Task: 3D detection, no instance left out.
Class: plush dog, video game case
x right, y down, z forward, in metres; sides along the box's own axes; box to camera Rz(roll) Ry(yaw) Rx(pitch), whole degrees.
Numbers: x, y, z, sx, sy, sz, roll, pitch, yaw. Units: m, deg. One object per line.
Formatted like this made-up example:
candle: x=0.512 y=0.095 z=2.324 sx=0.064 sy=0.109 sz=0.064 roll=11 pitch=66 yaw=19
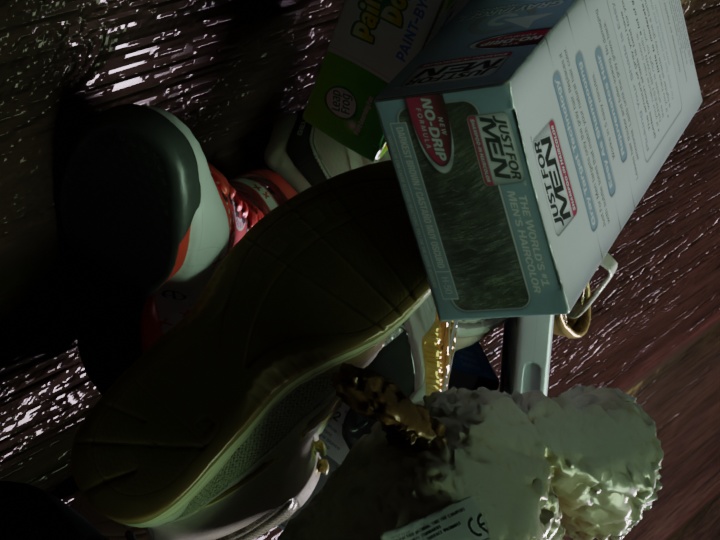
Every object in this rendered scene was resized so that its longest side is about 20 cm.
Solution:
plush dog: x=0.016 y=0.126 z=0.772 sx=0.172 sy=0.160 sz=0.200 roll=-44 pitch=-161 yaw=42
video game case: x=0.101 y=0.063 z=1.128 sx=0.200 sy=0.024 sz=0.183 roll=-79 pitch=172 yaw=-72

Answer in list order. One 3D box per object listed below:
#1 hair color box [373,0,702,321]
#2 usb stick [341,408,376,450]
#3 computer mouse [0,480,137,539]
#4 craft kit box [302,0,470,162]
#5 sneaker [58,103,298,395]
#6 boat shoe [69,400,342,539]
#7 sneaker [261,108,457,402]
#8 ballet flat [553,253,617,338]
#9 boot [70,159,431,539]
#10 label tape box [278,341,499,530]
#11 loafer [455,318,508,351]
hair color box: x=0.082 y=-0.071 z=0.769 sx=0.200 sy=0.060 sz=0.099 roll=-50 pitch=129 yaw=-52
usb stick: x=0.037 y=0.103 z=1.079 sx=0.056 sy=0.033 sz=0.200 roll=-60 pitch=156 yaw=-6
computer mouse: x=-0.118 y=0.133 z=0.776 sx=0.053 sy=0.199 sz=0.139 roll=-53 pitch=129 yaw=-28
craft kit box: x=0.061 y=-0.174 z=0.787 sx=0.200 sy=0.048 sz=0.198 roll=-52 pitch=167 yaw=-44
sneaker: x=-0.070 y=-0.024 z=0.796 sx=0.108 sy=0.067 sz=0.202 roll=-42 pitch=159 yaw=-31
boat shoe: x=-0.080 y=0.114 z=0.972 sx=0.200 sy=0.072 sz=0.065 roll=-38 pitch=149 yaw=-49
sneaker: x=0.000 y=0.000 z=0.909 sx=0.076 sy=0.087 sz=0.201 roll=-78 pitch=163 yaw=-55
ballet flat: x=0.151 y=-0.029 z=1.242 sx=0.069 sy=0.063 sz=0.200 roll=-48 pitch=159 yaw=-35
boot: x=-0.030 y=0.046 z=0.810 sx=0.200 sy=0.072 sz=0.155 roll=-43 pitch=162 yaw=-9
label tape box: x=0.027 y=0.077 z=1.143 sx=0.200 sy=0.066 sz=0.143 roll=-55 pitch=158 yaw=6
loafer: x=0.002 y=0.024 z=1.014 sx=0.200 sy=0.072 sz=0.063 roll=-1 pitch=143 yaw=-49
